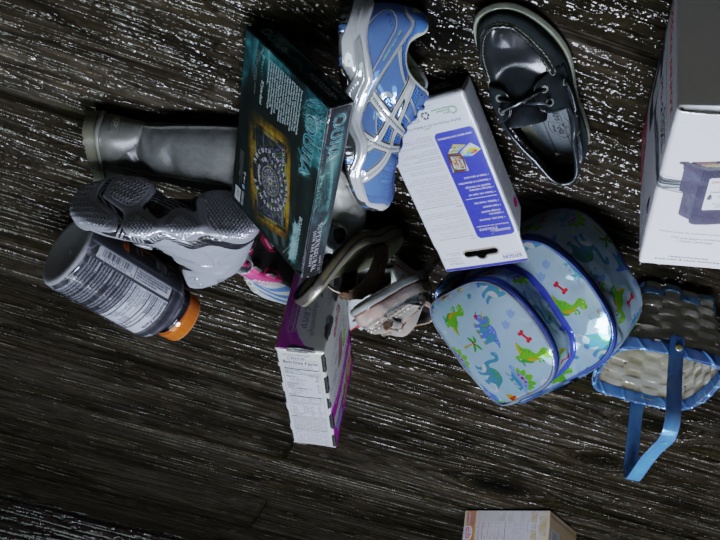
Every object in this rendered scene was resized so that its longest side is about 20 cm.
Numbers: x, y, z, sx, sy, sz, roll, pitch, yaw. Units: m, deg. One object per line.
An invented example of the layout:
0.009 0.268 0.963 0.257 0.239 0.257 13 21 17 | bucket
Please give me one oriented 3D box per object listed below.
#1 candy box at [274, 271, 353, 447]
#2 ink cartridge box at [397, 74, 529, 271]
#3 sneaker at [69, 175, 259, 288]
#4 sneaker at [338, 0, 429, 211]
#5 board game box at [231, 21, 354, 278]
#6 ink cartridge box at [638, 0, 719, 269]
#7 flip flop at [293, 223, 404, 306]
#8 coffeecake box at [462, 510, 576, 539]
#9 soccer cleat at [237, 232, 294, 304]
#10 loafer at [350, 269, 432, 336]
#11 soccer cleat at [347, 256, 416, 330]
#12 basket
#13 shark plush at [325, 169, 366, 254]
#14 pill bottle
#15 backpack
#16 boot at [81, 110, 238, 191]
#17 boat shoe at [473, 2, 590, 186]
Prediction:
-0.053 0.104 1.096 0.061 0.137 0.201 5 138 7 | candy box
0.094 -0.089 0.879 0.094 0.037 0.201 -8 124 29 | ink cartridge box
-0.207 -0.035 0.966 0.199 0.075 0.115 5 146 -3 | sneaker
0.022 -0.139 0.794 0.077 0.076 0.201 -1 127 3 | sneaker
-0.069 -0.107 0.831 0.028 0.135 0.201 -22 144 -31 | board game box
0.278 -0.115 0.716 0.084 0.145 0.200 5 149 11 | ink cartridge box
0.000 0.000 0.983 0.081 0.200 0.058 -41 81 29 | flip flop
0.345 0.577 1.943 0.199 0.073 0.153 -10 145 33 | coffeecake box
-0.128 -0.002 1.126 0.086 0.070 0.200 -19 139 41 | soccer cleat
0.049 0.042 0.991 0.072 0.063 0.200 -30 178 19 | loafer
-0.003 0.035 1.158 0.199 0.069 0.085 -18 130 36 | soccer cleat
0.345 0.131 1.053 0.138 0.201 0.177 9 149 3 | basket
-0.034 -0.067 1.024 0.083 0.091 0.200 36 165 5 | shark plush
-0.309 0.020 1.192 0.106 0.107 0.200 -16 141 39 | pill bottle
0.191 0.045 0.976 0.183 0.147 0.200 54 137 3 | backpack
-0.191 -0.105 0.990 0.199 0.073 0.182 3 152 0 | boot
0.152 -0.145 0.789 0.074 0.066 0.199 -4 146 26 | boat shoe
